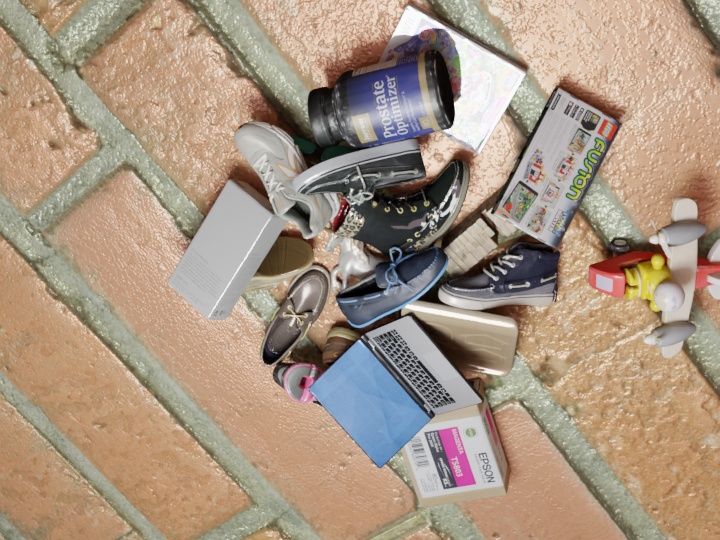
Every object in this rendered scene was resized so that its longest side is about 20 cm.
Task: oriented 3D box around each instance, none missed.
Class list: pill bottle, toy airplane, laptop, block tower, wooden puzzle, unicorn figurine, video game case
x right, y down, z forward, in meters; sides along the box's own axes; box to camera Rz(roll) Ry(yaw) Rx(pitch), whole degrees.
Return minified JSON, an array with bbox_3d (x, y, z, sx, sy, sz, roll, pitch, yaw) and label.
[{"bbox_3d":[0.029,-0.238,1.393,0.196,0.112,0.114,-11,115,17],"label":"pill bottle"},{"bbox_3d":[0.463,0.017,1.438,0.200,0.142,0.199,42,117,-11],"label":"toy airplane"},{"bbox_3d":[0.055,0.196,1.551,0.188,0.116,0.199,48,143,-12],"label":"laptop"},{"bbox_3d":[0.203,-0.074,1.496,0.054,0.058,0.199,43,116,-12],"label":"block tower"},{"bbox_3d":[0.161,0.101,1.568,0.181,0.047,0.201,10,154,10],"label":"wooden puzzle"},{"bbox_3d":[0.000,0.000,1.577,0.196,0.074,0.140,15,112,-13],"label":"unicorn figurine"},{"bbox_3d":[0.123,-0.278,1.426,0.197,0.018,0.145,28,120,-3],"label":"video game case"}]

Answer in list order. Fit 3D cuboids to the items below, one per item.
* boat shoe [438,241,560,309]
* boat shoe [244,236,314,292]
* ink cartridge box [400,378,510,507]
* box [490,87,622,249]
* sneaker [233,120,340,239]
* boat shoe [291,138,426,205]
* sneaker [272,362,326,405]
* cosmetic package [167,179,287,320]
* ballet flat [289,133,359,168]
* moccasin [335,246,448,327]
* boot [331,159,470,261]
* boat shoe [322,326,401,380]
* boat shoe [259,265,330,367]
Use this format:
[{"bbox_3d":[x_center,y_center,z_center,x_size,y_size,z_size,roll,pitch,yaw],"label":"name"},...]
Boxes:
[{"bbox_3d":[0.216,0.002,1.503,0.196,0.075,0.095,-3,115,-19],"label":"boat shoe"},{"bbox_3d":[-0.160,-0.002,1.611,0.196,0.074,0.065,-15,153,18],"label":"boat shoe"},{"bbox_3d":[0.156,0.302,1.693,0.162,0.075,0.203,-13,113,19],"label":"ink cartridge box"},{"bbox_3d":[0.281,-0.146,1.407,0.109,0.035,0.203,27,95,-4],"label":"box"},{"bbox_3d":[-0.116,-0.133,1.446,0.200,0.093,0.075,43,132,-12],"label":"sneaker"},{"bbox_3d":[0.000,-0.132,1.417,0.196,0.074,0.069,-16,83,-15],"label":"boat shoe"},{"bbox_3d":[-0.069,0.201,1.678,0.198,0.080,0.095,28,167,-36],"label":"sneaker"},{"bbox_3d":[-0.211,-0.032,1.551,0.101,0.074,0.202,38,101,16],"label":"cosmetic package"},{"bbox_3d":[-0.065,-0.160,1.504,0.196,0.068,0.073,14,127,7],"label":"ballet flat"},{"bbox_3d":[0.043,0.021,1.493,0.199,0.081,0.068,-35,114,23],"label":"moccasin"},{"bbox_3d":[0.061,-0.101,1.479,0.151,0.074,0.205,20,125,-21],"label":"boot"},{"bbox_3d":[0.029,0.162,1.638,0.196,0.068,0.072,19,148,4],"label":"boat shoe"},{"bbox_3d":[-0.112,0.080,1.641,0.071,0.060,0.201,32,119,-6],"label":"boat shoe"}]
